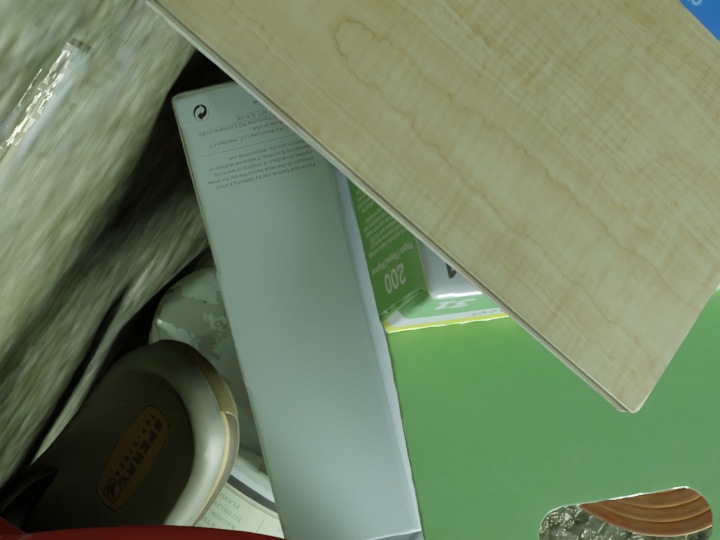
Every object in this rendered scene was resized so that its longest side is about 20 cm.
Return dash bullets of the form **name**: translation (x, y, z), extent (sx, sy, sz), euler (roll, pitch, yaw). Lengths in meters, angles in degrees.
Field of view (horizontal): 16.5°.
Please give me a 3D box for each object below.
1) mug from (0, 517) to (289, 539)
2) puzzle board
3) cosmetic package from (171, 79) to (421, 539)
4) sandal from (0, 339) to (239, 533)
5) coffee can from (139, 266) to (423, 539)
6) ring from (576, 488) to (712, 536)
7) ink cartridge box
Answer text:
- **mug**: translation (-0.072, 0.154, 0.813), extent (0.178, 0.199, 0.133), euler (-57, 174, -3)
- **puzzle board**: translation (0.051, -0.076, 0.709), extent (0.151, 0.200, 0.017), euler (-56, -153, -11)
- **cosmetic package**: translation (0.000, 0.000, 0.868), extent (0.200, 0.051, 0.152), euler (-37, 116, -76)
- **sandal**: translation (-0.112, 0.113, 0.918), extent (0.054, 0.080, 0.201), euler (-13, 137, -59)
- **coffee can**: translation (-0.058, 0.120, 1.025), extent (0.201, 0.146, 0.146), euler (-60, 174, 31)
- **ring**: translation (0.091, -0.002, 0.905), extent (0.019, 0.201, 0.201), euler (-18, 153, -32)
- **ink cartridge box**: translation (0.075, 0.005, 0.765), extent (0.144, 0.202, 0.048), euler (-7, 166, -24)
